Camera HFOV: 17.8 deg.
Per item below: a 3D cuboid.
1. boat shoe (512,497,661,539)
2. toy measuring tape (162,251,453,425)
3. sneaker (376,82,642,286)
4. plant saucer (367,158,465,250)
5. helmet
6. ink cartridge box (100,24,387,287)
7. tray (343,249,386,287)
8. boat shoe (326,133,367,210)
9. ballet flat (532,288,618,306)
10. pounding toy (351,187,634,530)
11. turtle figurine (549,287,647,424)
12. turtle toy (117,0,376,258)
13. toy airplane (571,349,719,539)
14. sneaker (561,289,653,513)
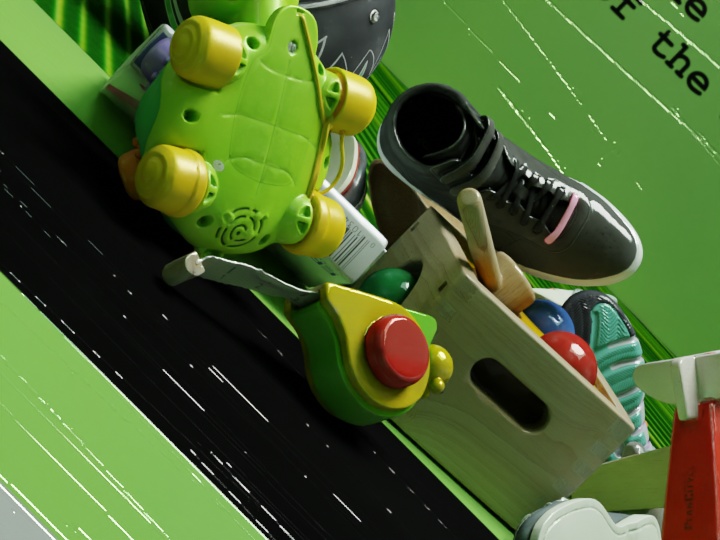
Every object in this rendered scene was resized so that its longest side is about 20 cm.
[{"bbox_3d":[0.128,0.176,1.419,0.061,0.073,0.200,0,-5,26],"label":"boat shoe"},{"bbox_3d":[-0.024,0.044,1.284,0.199,0.074,0.074,17,24,-38],"label":"toy measuring tape"},{"bbox_3d":[0.093,-0.054,1.499,0.199,0.071,0.099,31,-5,10],"label":"sneaker"},{"bbox_3d":[0.066,0.004,1.672,0.201,0.035,0.200,59,-13,23],"label":"plant saucer"},{"bbox_3d":[-0.071,-0.209,1.793,0.191,0.199,0.200,60,9,2],"label":"helmet"},{"bbox_3d":[-0.084,-0.067,1.503,0.196,0.043,0.200,44,-11,-8],"label":"ink cartridge box"},{"bbox_3d":[0.000,0.000,1.631,0.200,0.022,0.107,44,-15,-6],"label":"tray"},{"bbox_3d":[-0.027,-0.066,1.737,0.063,0.071,0.200,54,-4,-18],"label":"boat shoe"},{"bbox_3d":[0.141,0.055,1.794,0.071,0.069,0.200,34,36,11],"label":"ballet flat"},{"bbox_3d":[0.077,0.039,1.480,0.200,0.142,0.184,42,8,-16],"label":"pounding toy"},{"bbox_3d":[0.148,0.079,1.902,0.161,0.064,0.201,24,35,-41],"label":"turtle figurine"},{"bbox_3d":[-0.073,-0.100,1.350,0.145,0.201,0.101,18,-6,-41],"label":"turtle toy"},{"bbox_3d":[0.257,0.152,1.622,0.141,0.199,0.200,23,19,-42],"label":"toy airplane"},{"bbox_3d":[0.179,0.110,1.754,0.088,0.074,0.201,-147,-136,-76],"label":"sneaker"}]
